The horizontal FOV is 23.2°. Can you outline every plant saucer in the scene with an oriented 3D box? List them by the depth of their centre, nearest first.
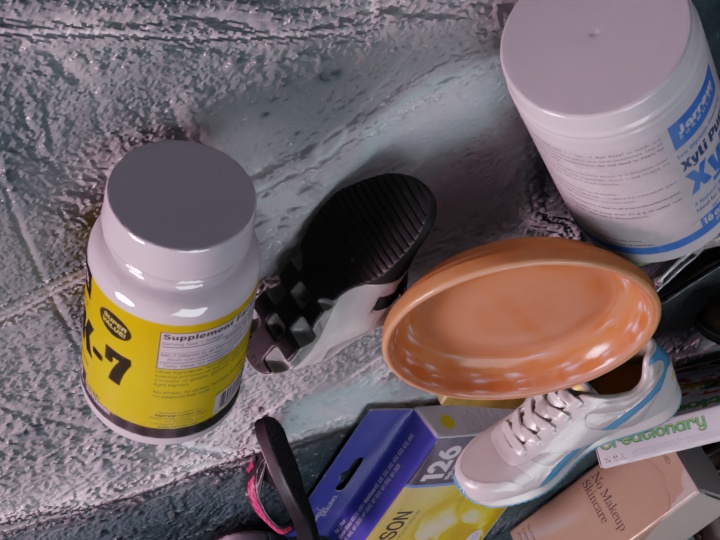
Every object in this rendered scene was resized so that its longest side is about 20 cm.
[{"bbox_3d":[0.113,0.032,1.253,0.200,0.037,0.200,-6,150,-3],"label":"plant saucer"}]

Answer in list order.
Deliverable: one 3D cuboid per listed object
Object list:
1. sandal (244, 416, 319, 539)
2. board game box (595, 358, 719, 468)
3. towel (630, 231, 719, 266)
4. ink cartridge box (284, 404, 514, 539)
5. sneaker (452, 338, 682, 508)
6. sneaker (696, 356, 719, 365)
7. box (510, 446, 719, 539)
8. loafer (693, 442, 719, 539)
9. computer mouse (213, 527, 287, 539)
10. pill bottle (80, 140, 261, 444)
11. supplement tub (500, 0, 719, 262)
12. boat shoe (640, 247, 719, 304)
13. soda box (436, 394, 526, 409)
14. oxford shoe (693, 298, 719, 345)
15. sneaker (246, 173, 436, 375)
[{"bbox_3d":[-0.070,0.189,1.469,0.045,0.075,0.200,-12,148,1],"label":"sandal"},{"bbox_3d":[0.302,0.114,1.528,0.200,0.126,0.035,-15,102,10],"label":"board game box"},{"bbox_3d":[0.236,-0.017,1.312,0.200,0.031,0.149,-14,-176,16],"label":"towel"},{"bbox_3d":[0.059,0.192,1.578,0.200,0.047,0.198,-3,141,-34],"label":"ink cartridge box"},{"bbox_3d":[0.159,0.116,1.408,0.200,0.077,0.081,-31,138,-2],"label":"sneaker"},{"bbox_3d":[0.370,0.123,1.657,0.200,0.075,0.079,3,135,-36],"label":"sneaker"},{"bbox_3d":[0.258,0.244,1.732,0.200,0.095,0.078,-43,142,21],"label":"box"},{"bbox_3d":[0.372,0.242,1.820,0.073,0.071,0.200,-27,146,2],"label":"loafer"},{"bbox_3d":[-0.058,0.293,1.604,0.140,0.046,0.200,-7,145,2],"label":"computer mouse"},{"bbox_3d":[-0.126,0.016,1.159,0.114,0.114,0.200,-11,143,-20],"label":"pill bottle"},{"bbox_3d":[0.181,-0.104,1.181,0.132,0.132,0.200,-29,147,5],"label":"supplement tub"},{"bbox_3d":[0.305,-0.039,1.403,0.199,0.068,0.074,-28,146,4],"label":"boat shoe"},{"bbox_3d":[0.145,0.073,1.454,0.200,0.064,0.068,8,135,-39],"label":"soda box"},{"bbox_3d":[0.383,0.017,1.542,0.200,0.073,0.084,-13,127,-20],"label":"oxford shoe"},{"bbox_3d":[0.000,0.000,1.267,0.088,0.074,0.200,-1,145,-46],"label":"sneaker"}]
